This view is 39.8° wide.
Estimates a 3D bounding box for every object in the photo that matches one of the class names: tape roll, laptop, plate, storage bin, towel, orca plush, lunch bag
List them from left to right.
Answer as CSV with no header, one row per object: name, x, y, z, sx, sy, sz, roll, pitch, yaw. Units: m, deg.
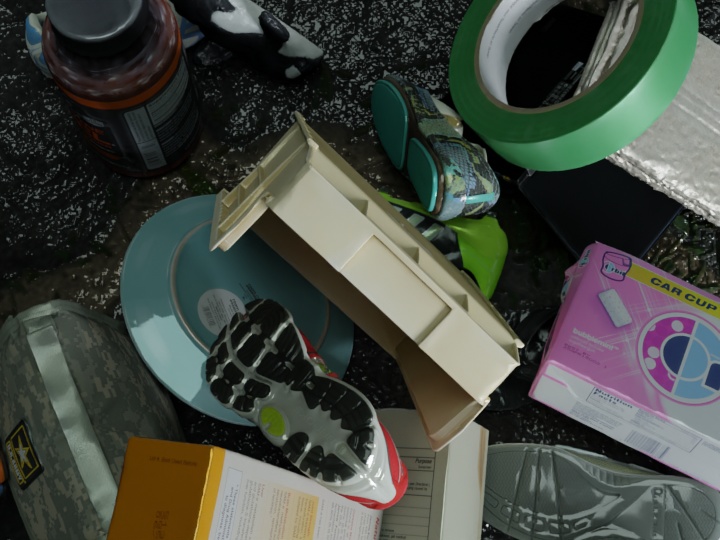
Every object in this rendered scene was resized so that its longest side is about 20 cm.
lunch bag,-0.188,0.123,0.700,0.116,0.200,0.166,-23,74,-9
orca plush,-0.120,-0.202,0.838,0.105,0.199,0.072,37,98,35
plate,-0.088,0.022,0.777,0.197,0.026,0.203,17,54,-24
storage bin,0.000,0.000,0.695,0.200,0.199,0.094,43,97,-15
tape roll,0.165,-0.180,0.794,0.198,0.048,0.204,-21,55,32
laptop,0.188,-0.117,0.886,0.199,0.116,0.187,31,71,39
towel,0.270,-0.131,0.841,0.198,0.034,0.134,28,82,-17

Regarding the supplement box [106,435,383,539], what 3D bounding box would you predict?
supplement box,-0.071,0.189,0.626,0.072,0.199,0.128,-1,68,33

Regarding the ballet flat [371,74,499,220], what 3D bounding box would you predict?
ballet flat,0.062,-0.102,0.818,0.073,0.075,0.201,-14,38,-6

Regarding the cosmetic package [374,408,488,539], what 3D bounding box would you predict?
cosmetic package,0.029,0.207,0.725,0.104,0.071,0.204,-2,69,31

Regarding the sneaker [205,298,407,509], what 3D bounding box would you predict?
sneaker,-0.039,0.095,0.675,0.077,0.085,0.200,-43,44,-3

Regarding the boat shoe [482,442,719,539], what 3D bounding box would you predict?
boat shoe,0.176,0.176,0.769,0.198,0.065,0.076,5,84,6

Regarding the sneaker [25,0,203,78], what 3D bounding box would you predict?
sneaker,-0.199,-0.229,0.882,0.198,0.073,0.073,-26,72,-11

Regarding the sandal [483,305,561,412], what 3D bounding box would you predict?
sandal,0.166,0.056,0.808,0.197,0.048,0.076,-18,73,-7

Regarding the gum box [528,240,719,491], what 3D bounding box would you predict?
gum box,0.230,0.074,0.743,0.198,0.066,0.114,26,61,10

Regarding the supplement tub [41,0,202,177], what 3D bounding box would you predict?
supplement tub,-0.189,-0.160,0.791,0.105,0.200,0.109,0,71,0

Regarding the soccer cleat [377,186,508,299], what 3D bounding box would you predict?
soccer cleat,0.024,-0.023,0.825,0.196,0.068,0.083,12,85,2

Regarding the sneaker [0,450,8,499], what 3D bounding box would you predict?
sneaker,-0.321,0.163,0.702,0.078,0.200,0.076,-1,56,-43
